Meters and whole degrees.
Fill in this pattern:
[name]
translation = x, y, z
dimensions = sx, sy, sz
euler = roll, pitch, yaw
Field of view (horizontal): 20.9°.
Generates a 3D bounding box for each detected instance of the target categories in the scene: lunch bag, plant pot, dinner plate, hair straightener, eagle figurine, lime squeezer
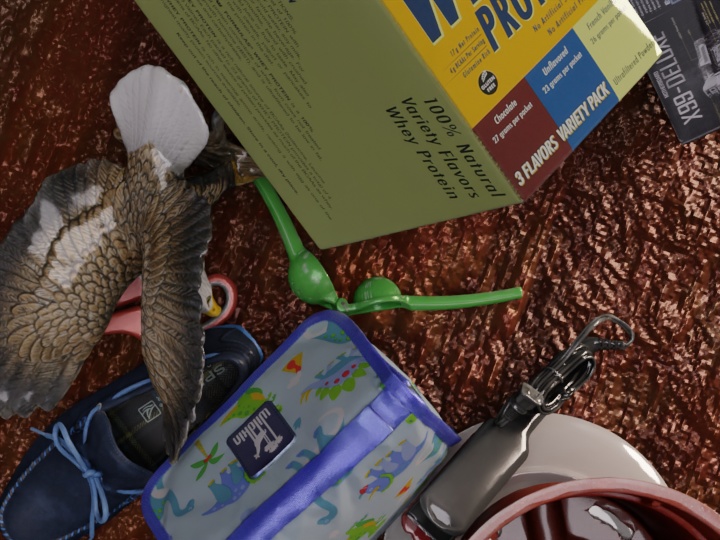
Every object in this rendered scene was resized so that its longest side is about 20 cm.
[lunch bag]
translation = -0.033, 0.120, 1.143
dimensions = 0.170, 0.200, 0.127
euler = -45, 92, 0
[plant pot]
translation = 0.127, 0.207, 1.128
dimensions = 0.200, 0.195, 0.202
euler = 0, 92, -2
[dinner plate]
translation = 0.112, 0.191, 1.237
dimensions = 0.199, 0.024, 0.201
euler = 0, 91, -1
[hair straightener]
translation = 0.106, 0.090, 1.181
dimensions = 0.200, 0.077, 0.041
euler = -39, 82, -28
[eagle figurine]
translation = -0.127, -0.003, 1.140
dimensions = 0.151, 0.152, 0.200
euler = 37, 61, -13
[lime squeezer]
translation = 0.000, 0.000, 1.231
dimensions = 0.199, 0.038, 0.071
euler = 26, 59, -1

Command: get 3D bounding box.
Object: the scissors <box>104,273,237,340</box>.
[scissors]
translation = -0.176, 0.038, 1.230
dimensions = 0.199, 0.014, 0.073
euler = -26, 94, -3

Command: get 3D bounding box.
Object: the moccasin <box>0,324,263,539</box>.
[moccasin]
translation = -0.149, 0.101, 1.202
dimensions = 0.200, 0.068, 0.080
euler = -44, 96, 4

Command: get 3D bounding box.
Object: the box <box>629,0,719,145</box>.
[box]
translation = 0.228, -0.199, 1.187
dimensions = 0.157, 0.050, 0.201
euler = -26, 91, 29

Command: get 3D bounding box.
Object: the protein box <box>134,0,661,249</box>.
[protein box]
translation = 0.014, -0.139, 1.067
dimensions = 0.135, 0.200, 0.199
euler = -45, 108, -28
